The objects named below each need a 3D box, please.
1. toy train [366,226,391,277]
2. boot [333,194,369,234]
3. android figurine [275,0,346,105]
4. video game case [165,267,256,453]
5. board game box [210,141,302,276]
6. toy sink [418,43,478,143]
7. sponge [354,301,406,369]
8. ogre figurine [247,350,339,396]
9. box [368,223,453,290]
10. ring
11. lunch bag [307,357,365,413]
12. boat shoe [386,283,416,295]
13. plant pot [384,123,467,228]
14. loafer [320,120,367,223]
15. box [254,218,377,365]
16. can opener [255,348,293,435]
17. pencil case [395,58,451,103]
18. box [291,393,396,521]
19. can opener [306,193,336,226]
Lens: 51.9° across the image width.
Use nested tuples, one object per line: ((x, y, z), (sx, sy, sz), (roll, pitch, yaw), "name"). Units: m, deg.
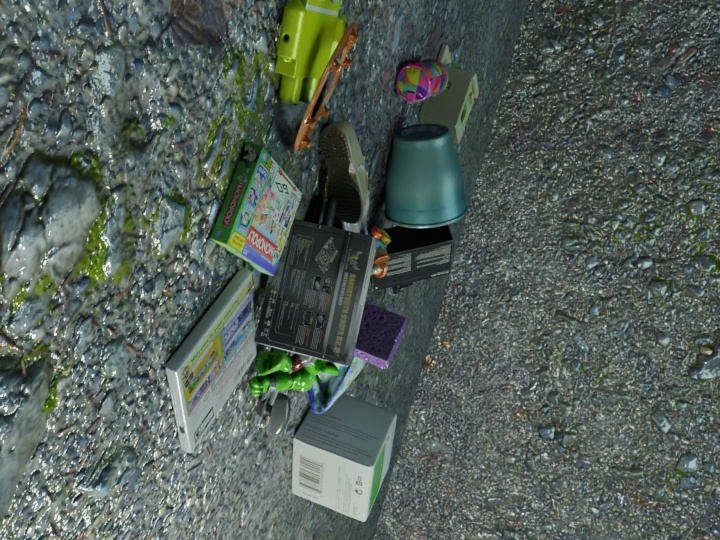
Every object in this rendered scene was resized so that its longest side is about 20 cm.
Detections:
((0.000, 0.000, 1.456), (0.148, 0.056, 0.202), (-27, 157, -20), "toy train")
((-0.032, -0.067, 1.441), (0.096, 0.072, 0.203), (-46, 150, -34), "boot")
((-0.067, -0.332, 1.018), (0.182, 0.040, 0.205), (-33, 140, -69), "android figurine")
((-0.207, 0.127, 1.058), (0.185, 0.022, 0.202), (94, 20, -43), "video game case")
((-0.142, -0.080, 1.049), (0.200, 0.028, 0.138), (47, 61, -74), "board game box")
((0.238, -0.454, 1.910), (0.130, 0.109, 0.205), (40, 69, -75), "toy sink")
((-0.019, 0.101, 1.395), (0.030, 0.195, 0.113), (96, 20, -49), "sponge")
((-0.095, 0.136, 1.248), (0.119, 0.097, 0.205), (28, 83, -45), "ogre figurine")
((0.112, -0.039, 1.732), (0.143, 0.194, 0.080), (84, -8, -55), "box")
((-0.046, -0.265, 1.088), (0.204, 0.019, 0.201), (-64, -176, 7), "ring")
((-0.046, 0.173, 1.522), (0.170, 0.124, 0.206), (-29, 132, -70), "lunch bag")
((0.122, 0.025, 2.075), (0.201, 0.089, 0.072), (78, 33, -64), "boat shoe")
((0.146, -0.225, 1.691), (0.200, 0.194, 0.193), (-50, 140, -56), "plant pot")
((-0.020, -0.172, 1.287), (0.069, 0.074, 0.204), (-58, 152, -41), "loafer")
((-0.069, 0.031, 1.162), (0.048, 0.154, 0.206), (30, 72, -79), "box")
((-0.134, 0.188, 1.319), (0.053, 0.065, 0.206), (24, 84, -76), "can opener")
((0.140, -0.418, 1.637), (0.200, 0.086, 0.091), (-37, 143, -64), "pencil case")
((-0.039, 0.420, 1.701), (0.172, 0.195, 0.203), (-58, 159, -50), "box")
((-0.082, -0.033, 1.265), (0.079, 0.062, 0.205), (64, 45, -73), "can opener")
